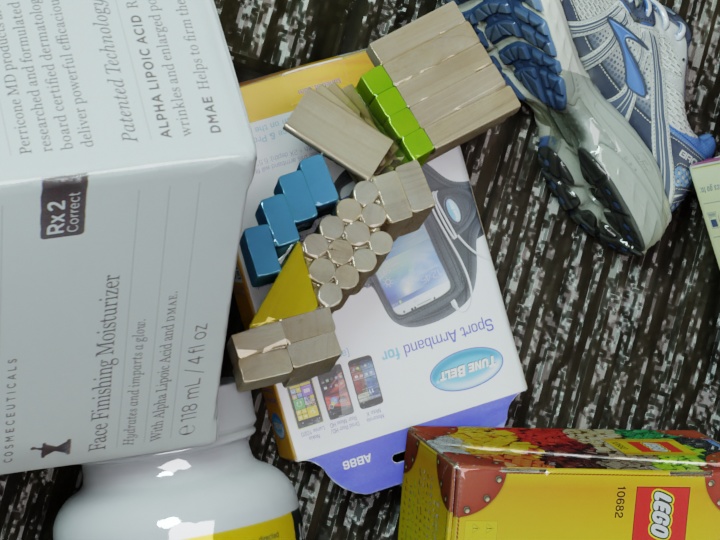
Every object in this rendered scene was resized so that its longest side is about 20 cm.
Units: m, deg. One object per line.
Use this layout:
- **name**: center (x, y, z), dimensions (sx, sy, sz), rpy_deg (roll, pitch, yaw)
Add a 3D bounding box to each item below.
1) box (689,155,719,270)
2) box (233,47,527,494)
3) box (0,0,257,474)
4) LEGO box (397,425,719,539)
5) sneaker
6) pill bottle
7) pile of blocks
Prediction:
- **box**: center (0.278, 0.014, 1.332), dimensions (0.176, 0.097, 0.200), rpy_deg (-20, 96, -29)
- **box**: center (0.000, 0.000, 1.314), dimensions (0.119, 0.041, 0.200), rpy_deg (-16, 96, -13)
- **box**: center (-0.134, -0.051, 1.160), dimensions (0.131, 0.199, 0.200), rpy_deg (-7, 54, -14)
- **LEGO box**: center (0.094, 0.177, 1.298), dimensions (0.149, 0.077, 0.200), rpy_deg (2, 99, -17)
- **sneaker**: center (0.107, -0.108, 1.314), dimensions (0.085, 0.077, 0.200), rpy_deg (-41, 123, -21)
- **pill bottle**: center (-0.076, 0.153, 1.256), dimensions (0.112, 0.112, 0.200), rpy_deg (-10, 93, -14)
- **pile of blocks**: center (-0.009, -0.030, 1.265), dimensions (0.082, 0.062, 0.200), rpy_deg (35, 74, 1)
